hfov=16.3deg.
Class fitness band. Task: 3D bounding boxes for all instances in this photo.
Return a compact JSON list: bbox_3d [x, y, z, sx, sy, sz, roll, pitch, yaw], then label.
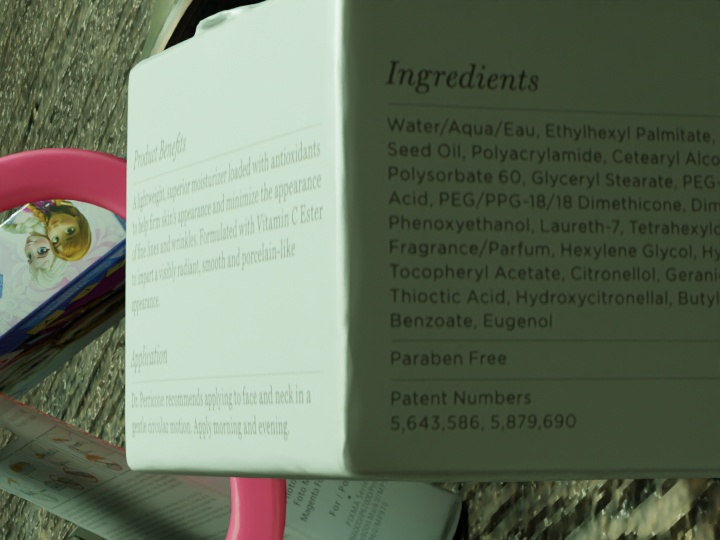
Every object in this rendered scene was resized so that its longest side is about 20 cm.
[{"bbox_3d":[-0.104,0.056,0.926,0.037,0.142,0.202,-53,-52,-89],"label":"fitness band"}]

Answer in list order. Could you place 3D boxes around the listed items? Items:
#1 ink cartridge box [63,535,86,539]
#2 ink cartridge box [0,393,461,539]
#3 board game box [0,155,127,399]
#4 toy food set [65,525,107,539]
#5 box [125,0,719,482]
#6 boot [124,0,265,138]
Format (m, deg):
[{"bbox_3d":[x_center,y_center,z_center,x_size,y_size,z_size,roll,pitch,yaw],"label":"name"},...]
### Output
[{"bbox_3d":[-0.116,0.205,1.097,0.147,0.083,0.200,-54,-13,-4],"label":"ink cartridge box"},{"bbox_3d":[-0.078,0.084,1.045,0.057,0.199,0.162,-64,13,-21],"label":"ink cartridge box"},{"bbox_3d":[-0.153,0.019,1.125,0.041,0.199,0.199,54,-164,4],"label":"board game box"},{"bbox_3d":[-0.164,0.207,1.264,0.144,0.060,0.201,-49,-13,-36],"label":"toy food set"},{"bbox_3d":[0.050,-0.006,0.725,0.199,0.198,0.132,171,100,-69],"label":"box"},{"bbox_3d":[-0.073,-0.155,1.167,0.097,0.074,0.201,35,101,39],"label":"boot"}]
